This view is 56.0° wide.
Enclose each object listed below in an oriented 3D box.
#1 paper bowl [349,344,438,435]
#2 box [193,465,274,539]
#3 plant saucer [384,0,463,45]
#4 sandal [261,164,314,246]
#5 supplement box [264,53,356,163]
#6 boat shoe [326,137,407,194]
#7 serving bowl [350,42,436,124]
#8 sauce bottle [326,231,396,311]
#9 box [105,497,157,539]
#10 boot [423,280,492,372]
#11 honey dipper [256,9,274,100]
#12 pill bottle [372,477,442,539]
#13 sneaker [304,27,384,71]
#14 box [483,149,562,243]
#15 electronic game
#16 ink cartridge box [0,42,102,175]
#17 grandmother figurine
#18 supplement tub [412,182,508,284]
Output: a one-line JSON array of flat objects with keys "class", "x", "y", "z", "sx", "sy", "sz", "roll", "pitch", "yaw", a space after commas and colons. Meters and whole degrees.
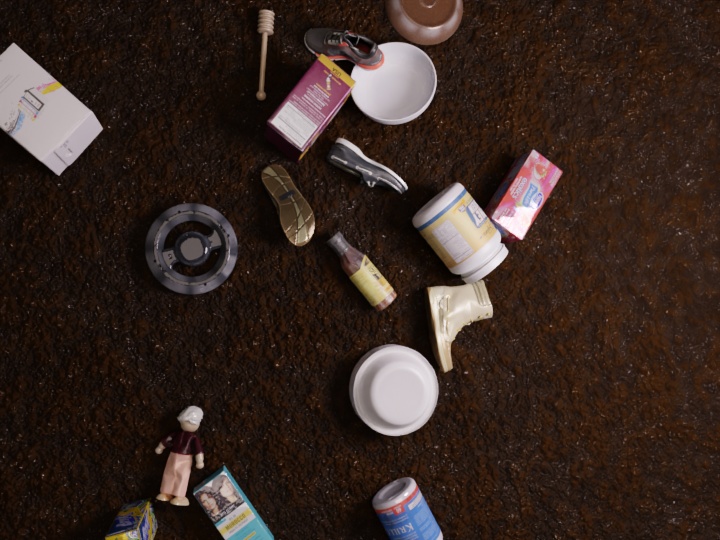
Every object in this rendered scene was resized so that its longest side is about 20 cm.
[{"class": "paper bowl", "x": 0.078, "y": 0.272, "z": 1.533, "sx": 0.199, "sy": 0.104, "sz": 0.203, "roll": 0, "pitch": 89, "yaw": -11}, {"class": "box", "x": -0.275, "y": 0.536, "z": 1.477, "sx": 0.082, "sy": 0.049, "sz": 0.201, "roll": -35, "pitch": 94, "yaw": -11}, {"class": "plant saucer", "x": 0.158, "y": -0.647, "z": 1.626, "sx": 0.198, "sy": 0.037, "sz": 0.203, "roll": 1, "pitch": 88, "yaw": -12}, {"class": "sandal", "x": -0.165, "y": -0.146, "z": 1.534, "sx": 0.080, "sy": 0.054, "sz": 0.201, "roll": -25, "pitch": 78, "yaw": -17}, {"class": "supplement box", "x": -0.115, "y": -0.358, "z": 1.509, "sx": 0.103, "sy": 0.131, "sz": 0.201, "roll": 38, "pitch": 82, "yaw": -7}, {"class": "boat shoe", "x": 0.014, "y": -0.226, "z": 1.562, "sx": 0.199, "sy": 0.076, "sz": 0.061, "roll": 33, "pitch": 81, "yaw": 4}, {"class": "serving bowl", "x": 0.078, "y": -0.424, "z": 1.570, "sx": 0.198, "sy": 0.066, "sz": 0.202, "roll": -2, "pitch": 75, "yaw": 7}, {"class": "sauce bottle", "x": 0.000, "y": 0.000, "z": 1.548, "sx": 0.066, "sy": 0.066, "sz": 0.200, "roll": -41, "pitch": 97, "yaw": -10}, {"class": "box", "x": -0.458, "y": 0.526, "z": 1.364, "sx": 0.064, "sy": 0.200, "sz": 0.071, "roll": -13, "pitch": 90, "yaw": -11}, {"class": "boot", "x": 0.237, "y": 0.129, "z": 1.586, "sx": 0.154, "sy": 0.073, "sz": 0.202, "roll": -8, "pitch": 84, "yaw": -9}, {"class": "honey dipper", "x": -0.220, "y": -0.489, "z": 1.543, "sx": 0.038, "sy": 0.038, "sz": 0.202, "roll": 3, "pitch": 88, "yaw": -11}, {"class": "pill bottle", "x": 0.117, "y": 0.581, "z": 1.521, "sx": 0.112, "sy": 0.112, "sz": 0.201, "roll": -29, "pitch": 92, "yaw": -11}, {"class": "sneaker", "x": -0.039, "y": -0.521, "z": 1.535, "sx": 0.198, "sy": 0.082, "sz": 0.078, "roll": 19, "pitch": 79, "yaw": 13}, {"class": "box", "x": 0.378, "y": -0.173, "z": 1.615, "sx": 0.095, "sy": 0.100, "sz": 0.201, "roll": 34, "pitch": 81, "yaw": -8}, {"class": "electronic game", "x": -0.370, "y": -0.048, "z": 1.489, "sx": 0.198, "sy": 0.042, "sz": 0.202, "roll": 1, "pitch": 87, "yaw": -13}, {"class": "ink cartridge box", "x": -0.663, "y": -0.324, "z": 1.390, "sx": 0.200, "sy": 0.147, "sz": 0.145, "roll": 42, "pitch": 80, "yaw": -7}, {"class": "grandmother figurine", "x": -0.386, "y": 0.392, "z": 1.456, "sx": 0.120, "sy": 0.061, "sz": 0.202, "roll": 12, "pitch": 80, "yaw": 8}, {"class": "supplement tub", "x": 0.230, "y": -0.084, "z": 1.558, "sx": 0.144, "sy": 0.145, "sz": 0.200, "roll": -41, "pitch": 96, "yaw": -10}]
